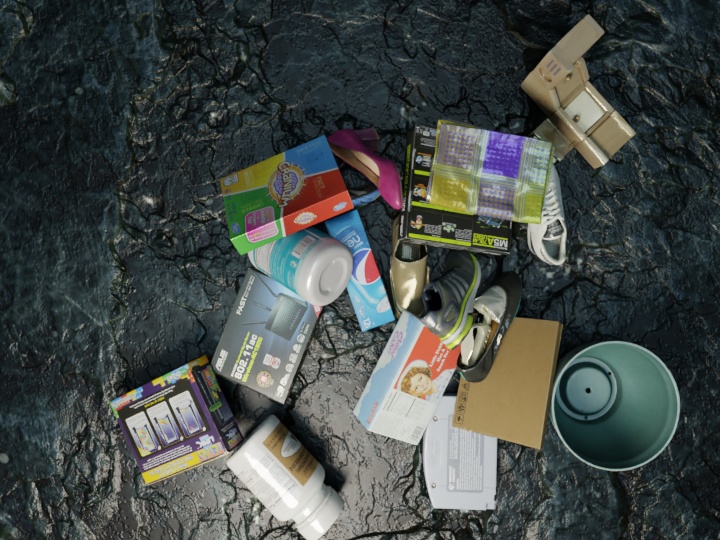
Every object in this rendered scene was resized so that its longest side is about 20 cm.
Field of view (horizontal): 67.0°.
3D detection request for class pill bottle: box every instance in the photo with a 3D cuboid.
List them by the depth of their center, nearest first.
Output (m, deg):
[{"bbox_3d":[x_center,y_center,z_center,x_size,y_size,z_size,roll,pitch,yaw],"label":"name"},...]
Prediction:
[{"bbox_3d":[-0.115,-0.030,0.919,0.199,0.110,0.112,30,92,33],"label":"pill bottle"},{"bbox_3d":[-0.126,0.362,0.946,0.114,0.114,0.200,-44,89,2],"label":"pill bottle"}]

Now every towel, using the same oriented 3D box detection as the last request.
[{"bbox_3d":[0.208,-0.159,0.879,0.197,0.023,0.146,13,85,1],"label":"towel"}]

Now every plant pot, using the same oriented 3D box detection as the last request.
[{"bbox_3d":[0.401,0.212,0.915,0.197,0.134,0.204,0,90,2],"label":"plant pot"}]

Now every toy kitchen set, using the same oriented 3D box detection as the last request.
[{"bbox_3d":[0.346,-0.252,0.891,0.163,0.180,0.200,-43,90,3],"label":"toy kitchen set"}]

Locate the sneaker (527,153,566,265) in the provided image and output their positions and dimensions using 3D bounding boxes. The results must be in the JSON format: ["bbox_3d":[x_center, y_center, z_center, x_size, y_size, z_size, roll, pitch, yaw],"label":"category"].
[{"bbox_3d":[0.314,-0.109,0.920,0.075,0.081,0.203,-16,107,9],"label":"sneaker"}]

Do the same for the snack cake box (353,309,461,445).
[{"bbox_3d":[0.085,0.185,0.935,0.114,0.067,0.202,26,92,-29],"label":"snack cake box"}]

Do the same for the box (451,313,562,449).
[{"bbox_3d":[0.242,0.177,0.906,0.162,0.021,0.203,2,74,42],"label":"box"}]

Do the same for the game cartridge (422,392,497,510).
[{"bbox_3d":[0.178,0.322,0.974,0.131,0.040,0.204,2,90,-1],"label":"game cartridge"}]

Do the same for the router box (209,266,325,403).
[{"bbox_3d":[-0.162,0.113,0.970,0.148,0.062,0.203,22,91,3],"label":"router box"}]

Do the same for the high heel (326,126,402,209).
[{"bbox_3d":[0.005,-0.168,0.924,0.095,0.068,0.201,-14,49,-10],"label":"high heel"}]

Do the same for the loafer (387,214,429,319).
[{"bbox_3d":[0.084,-0.004,0.958,0.075,0.067,0.204,-4,90,2],"label":"loafer"}]

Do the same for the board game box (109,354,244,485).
[{"bbox_3d":[-0.323,0.263,0.954,0.198,0.057,0.167,-25,91,21],"label":"board game box"}]

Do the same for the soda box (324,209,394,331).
[{"bbox_3d":[0.000,0.000,0.961,0.063,0.068,0.203,-20,90,2],"label":"soda box"}]

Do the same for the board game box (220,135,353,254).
[{"bbox_3d":[-0.125,-0.128,0.896,0.197,0.041,0.154,-23,51,1],"label":"board game box"}]

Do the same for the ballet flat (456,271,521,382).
[{"bbox_3d":[0.213,0.089,0.905,0.068,0.068,0.203,25,83,-39],"label":"ballet flat"}]

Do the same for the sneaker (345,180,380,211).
[{"bbox_3d":[-0.058,-0.144,0.960,0.196,0.071,0.084,-3,88,1],"label":"sneaker"}]

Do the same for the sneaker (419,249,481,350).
[{"bbox_3d":[0.148,0.030,0.906,0.080,0.202,0.074,33,133,-17],"label":"sneaker"}]

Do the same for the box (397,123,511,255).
[{"bbox_3d":[0.168,-0.134,0.929,0.197,0.047,0.197,6,87,-16],"label":"box"}]
